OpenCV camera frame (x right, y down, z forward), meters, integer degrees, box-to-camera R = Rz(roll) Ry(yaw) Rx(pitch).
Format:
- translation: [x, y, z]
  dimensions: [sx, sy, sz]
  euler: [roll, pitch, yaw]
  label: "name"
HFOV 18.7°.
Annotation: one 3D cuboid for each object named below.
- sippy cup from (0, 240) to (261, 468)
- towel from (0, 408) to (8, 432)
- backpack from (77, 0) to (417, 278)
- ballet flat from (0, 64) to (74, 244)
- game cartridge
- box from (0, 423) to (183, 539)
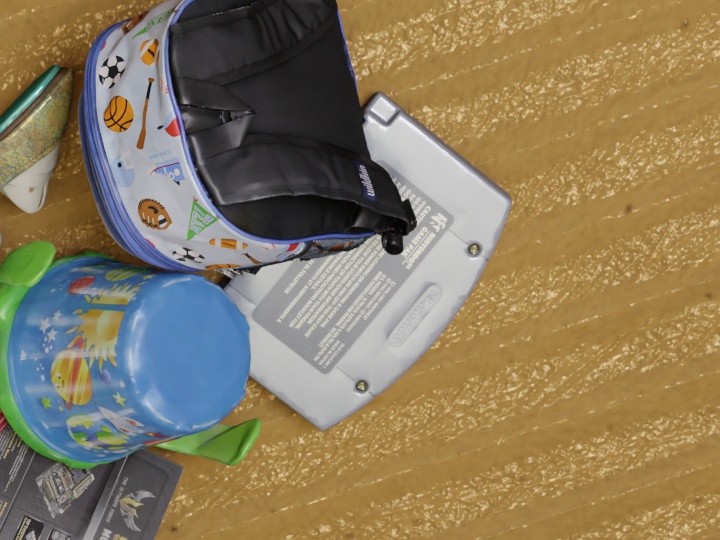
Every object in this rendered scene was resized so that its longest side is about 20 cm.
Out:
- translation: [-0.140, 0.053, 1.362]
  dimensions: [0.178, 0.130, 0.140]
  euler: [2, 85, -39]
  label: "sippy cup"
- translation: [-0.269, 0.071, 1.320]
  dimensions: [0.023, 0.200, 0.144]
  euler: [1, 124, 29]
  label: "towel"
- translation: [-0.084, -0.085, 1.319]
  dimensions: [0.154, 0.190, 0.200]
  euler: [-21, 83, 27]
  label: "backpack"
- translation: [-0.240, -0.049, 1.395]
  dimensions: [0.200, 0.071, 0.071]
  euler: [-39, 102, 12]
  label: "ballet flat"
- translation: [0.000, 0.000, 1.433]
  dimensions: [0.133, 0.042, 0.200]
  euler: [38, 99, -14]
  label: "game cartridge"
- translation: [-0.222, 0.184, 1.402]
  dimensions: [0.158, 0.048, 0.200]
  euler: [26, 61, -9]
  label: "box"
